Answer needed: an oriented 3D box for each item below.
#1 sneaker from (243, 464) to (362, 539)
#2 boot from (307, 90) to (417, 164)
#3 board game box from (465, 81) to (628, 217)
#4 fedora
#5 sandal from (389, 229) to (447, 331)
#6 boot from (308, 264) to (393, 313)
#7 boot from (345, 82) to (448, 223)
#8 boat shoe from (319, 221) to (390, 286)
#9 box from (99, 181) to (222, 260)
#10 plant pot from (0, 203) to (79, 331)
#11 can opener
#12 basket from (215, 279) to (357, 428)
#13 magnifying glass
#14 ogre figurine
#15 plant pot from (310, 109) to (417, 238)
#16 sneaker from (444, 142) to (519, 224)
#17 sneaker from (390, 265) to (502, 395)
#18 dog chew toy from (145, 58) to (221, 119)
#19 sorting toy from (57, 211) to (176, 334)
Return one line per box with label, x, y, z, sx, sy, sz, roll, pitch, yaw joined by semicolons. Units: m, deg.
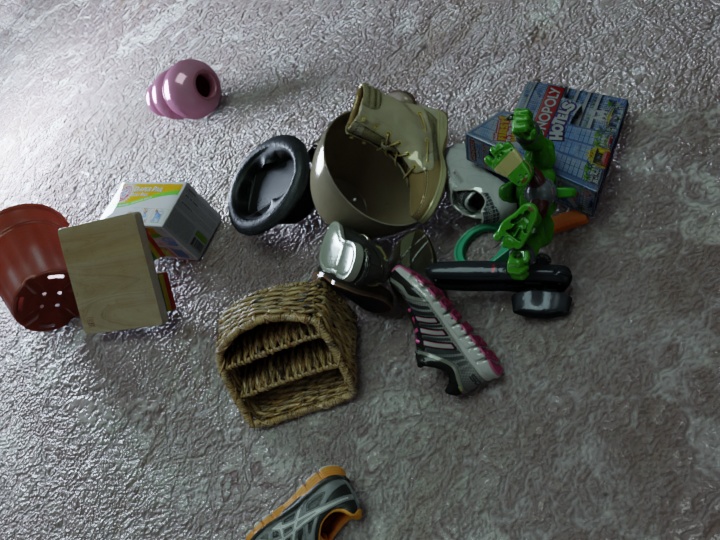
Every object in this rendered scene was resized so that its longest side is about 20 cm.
sneaker;-0.081;0.345;1.131;0.200;0.078;0.077;-46;53;-1
boot;-0.004;-0.226;1.449;0.146;0.071;0.200;-28;0;-23
board game box;0.258;-0.192;1.233;0.198;0.062;0.201;15;61;17
fedora;-0.137;-0.134;1.510;0.200;0.091;0.202;-22;56;38
sandal;0.098;0.035;1.253;0.081;0.054;0.201;-35;58;18
boot;0.000;0.000;1.314;0.199;0.075;0.097;16;70;54
boot;0.050;-0.176;1.293;0.073;0.154;0.201;-38;39;55
boat shoe;-0.011;-0.020;1.253;0.201;0.060;0.072;-134;61;-69
box;-0.382;-0.095;1.654;0.199;0.113;0.102;4;59;39
plant pot;-0.638;0.005;1.725;0.201;0.201;0.195;-43;52;1
can opener;0.184;0.011;1.166;0.198;0.064;0.079;8;56;18
basket;-0.115;0.119;1.274;0.199;0.143;0.150;-19;48;24
magnifying glass;0.225;-0.049;1.240;0.199;0.022;0.080;-17;49;24
ogre figurine;0.218;-0.096;1.116;0.098;0.120;0.202;-19;85;31
plant pot;-0.001;-0.130;1.368;0.134;0.199;0.202;-39;34;50
sneaker;0.157;-0.129;1.292;0.080;0.077;0.200;-26;35;-19
sneaker;0.094;0.084;1.157;0.087;0.074;0.200;-42;79;12
dog chew toy;-0.390;-0.380;1.876;0.199;0.124;0.125;-3;56;44
sorting toy;-0.431;0.002;1.578;0.199;0.200;0.069;-8;9;32
